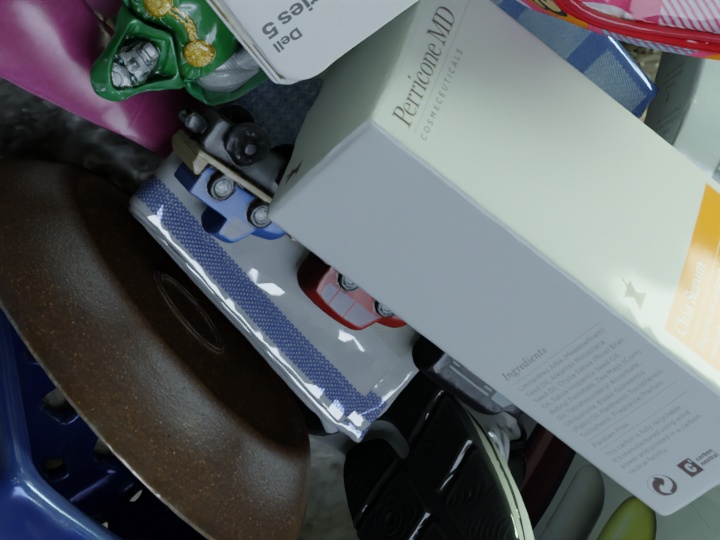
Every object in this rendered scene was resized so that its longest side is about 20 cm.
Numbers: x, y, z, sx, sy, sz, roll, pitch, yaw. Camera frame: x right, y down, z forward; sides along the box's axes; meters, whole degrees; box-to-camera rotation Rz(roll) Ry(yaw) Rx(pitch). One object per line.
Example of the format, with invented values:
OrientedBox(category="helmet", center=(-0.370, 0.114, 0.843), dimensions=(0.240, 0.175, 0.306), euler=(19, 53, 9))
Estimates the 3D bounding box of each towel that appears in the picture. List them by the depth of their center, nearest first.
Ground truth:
OrientedBox(category="towel", center=(0.016, -0.047, 1.045), dimensions=(0.200, 0.024, 0.147), euler=(-48, 117, -9))

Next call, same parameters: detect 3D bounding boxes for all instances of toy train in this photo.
OrientedBox(category="toy train", center=(0.000, 0.000, 1.018), dimensions=(0.200, 0.034, 0.046), euler=(37, 95, -28))

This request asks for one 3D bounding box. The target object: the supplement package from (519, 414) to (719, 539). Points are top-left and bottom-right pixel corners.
OrientedBox(category="supplement package", center=(0.141, 0.137, 1.198), dimensions=(0.147, 0.191, 0.200), euler=(12, 119, -30))

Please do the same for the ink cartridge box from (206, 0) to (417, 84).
OrientedBox(category="ink cartridge box", center=(-0.019, -0.177, 0.895), dimensions=(0.145, 0.200, 0.084), euler=(-36, 130, 4))

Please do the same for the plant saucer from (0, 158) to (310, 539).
OrientedBox(category="plant saucer", center=(-0.079, 0.026, 1.016), dimensions=(0.037, 0.201, 0.200), euler=(-40, 130, 9))

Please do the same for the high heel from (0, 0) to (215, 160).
OrientedBox(category="high heel", center=(-0.095, -0.049, 1.037), dimensions=(0.096, 0.067, 0.200), euler=(-32, 126, -12))

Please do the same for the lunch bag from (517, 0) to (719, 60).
OrientedBox(category="lunch bag", center=(0.149, -0.175, 0.960), dimensions=(0.176, 0.082, 0.201), euler=(9, 97, -18))

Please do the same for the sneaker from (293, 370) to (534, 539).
OrientedBox(category="sneaker", center=(0.047, 0.082, 1.116), dimensions=(0.115, 0.201, 0.076), euler=(20, 110, -37))

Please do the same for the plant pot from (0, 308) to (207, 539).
OrientedBox(category="plant pot", center=(-0.151, 0.112, 1.058), dimensions=(0.180, 0.200, 0.200), euler=(-36, 129, 14))

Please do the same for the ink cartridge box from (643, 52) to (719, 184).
OrientedBox(category="ink cartridge box", center=(0.189, -0.010, 1.097), dimensions=(0.160, 0.200, 0.047), euler=(27, 149, -17))

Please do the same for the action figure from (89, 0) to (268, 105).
OrientedBox(category="action figure", center=(-0.022, -0.129, 0.985), dimensions=(0.200, 0.055, 0.118), euler=(-41, 97, -5))

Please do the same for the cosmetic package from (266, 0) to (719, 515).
OrientedBox(category="cosmetic package", center=(0.073, -0.011, 0.982), dimensions=(0.200, 0.102, 0.071), euler=(36, 134, -15))
